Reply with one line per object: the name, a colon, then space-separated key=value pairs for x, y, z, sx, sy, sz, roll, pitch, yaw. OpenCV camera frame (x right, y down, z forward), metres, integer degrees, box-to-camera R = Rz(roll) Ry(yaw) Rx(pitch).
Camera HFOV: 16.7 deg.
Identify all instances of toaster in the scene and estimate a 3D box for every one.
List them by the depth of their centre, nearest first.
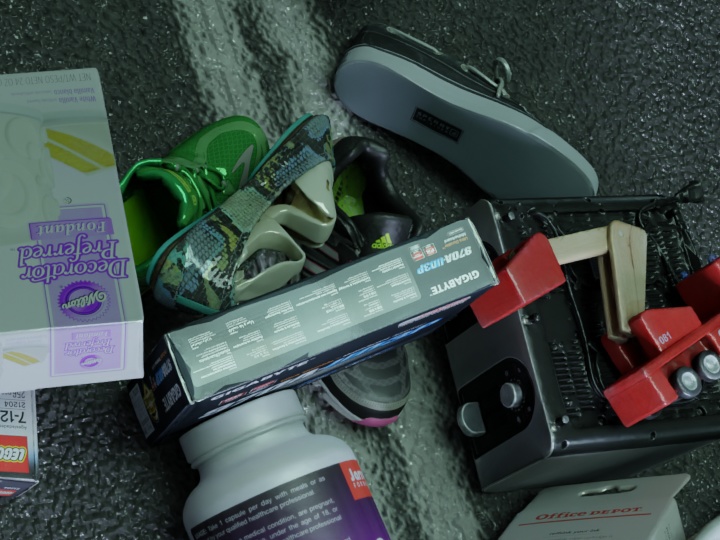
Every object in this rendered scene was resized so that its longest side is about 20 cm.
toaster: x=0.151 y=0.044 z=1.649 sx=0.200 sy=0.119 sz=0.181 roll=-3 pitch=72 yaw=-34

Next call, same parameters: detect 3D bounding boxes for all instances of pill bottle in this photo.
pill bottle: x=-0.035 y=0.178 z=1.470 sx=0.112 sy=0.112 sz=0.200 roll=-17 pitch=80 yaw=-37

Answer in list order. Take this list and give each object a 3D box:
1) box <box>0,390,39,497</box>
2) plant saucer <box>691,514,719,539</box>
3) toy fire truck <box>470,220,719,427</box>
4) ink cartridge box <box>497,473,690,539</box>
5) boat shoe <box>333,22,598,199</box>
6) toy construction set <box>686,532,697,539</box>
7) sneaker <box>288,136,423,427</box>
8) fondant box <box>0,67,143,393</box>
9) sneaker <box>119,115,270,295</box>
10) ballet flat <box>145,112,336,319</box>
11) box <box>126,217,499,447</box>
box: x=-0.284 y=0.069 z=1.404 sx=0.200 sy=0.035 sz=0.110 roll=6 pitch=66 yaw=-31
plant saucer: x=0.260 y=0.248 z=1.539 sx=0.200 sy=0.050 sz=0.200 roll=14 pitch=62 yaw=-29
toy fire truck: x=0.175 y=0.020 z=1.568 sx=0.200 sy=0.049 sz=0.141 roll=-31 pitch=87 yaw=-39
ink cartridge box: x=0.138 y=0.203 z=1.543 sx=0.200 sy=0.116 sz=0.068 roll=-43 pitch=121 yaw=-55
boat shoe: x=0.079 y=-0.108 z=1.695 sx=0.199 sy=0.074 sz=0.068 roll=25 pitch=47 yaw=2
toy construction set: x=0.320 y=0.160 z=1.733 sx=0.131 sy=0.092 sz=0.200 roll=41 pitch=64 yaw=-11
sneaker: x=0.000 y=0.000 z=1.589 sx=0.074 sy=0.087 sz=0.200 roll=2 pitch=68 yaw=-33
fondant box: x=-0.209 y=-0.024 z=1.416 sx=0.144 sy=0.058 sz=0.200 roll=-5 pitch=52 yaw=-12
sneaker: x=-0.115 y=-0.037 z=1.531 sx=0.074 sy=0.084 sz=0.200 roll=47 pitch=51 yaw=-1
ballet flat: x=-0.055 y=-0.027 z=1.520 sx=0.074 sy=0.074 sz=0.200 roll=48 pitch=47 yaw=-6
box: x=-0.033 y=0.038 z=1.460 sx=0.200 sy=0.159 sz=0.046 roll=-21 pitch=83 yaw=-18
